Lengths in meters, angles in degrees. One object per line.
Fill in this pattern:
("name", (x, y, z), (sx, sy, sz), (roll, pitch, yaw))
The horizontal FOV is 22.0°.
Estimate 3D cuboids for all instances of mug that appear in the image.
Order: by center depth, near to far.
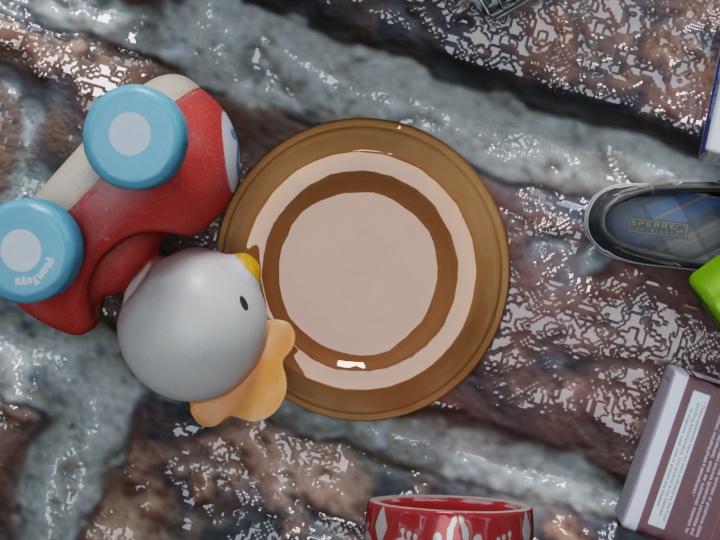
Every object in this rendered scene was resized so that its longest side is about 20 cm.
("mug", (0.032, 0.248, 1.180), (0.176, 0.133, 0.202), (3, 89, 2))

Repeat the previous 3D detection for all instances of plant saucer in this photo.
("plant saucer", (0.000, 0.000, 1.217), (0.198, 0.037, 0.202), (0, 92, 4))

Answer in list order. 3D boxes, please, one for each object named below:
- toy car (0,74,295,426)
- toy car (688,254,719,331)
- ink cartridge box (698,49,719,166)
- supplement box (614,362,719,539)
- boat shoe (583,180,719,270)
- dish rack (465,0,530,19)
("toy car", (-0.108, 0.002, 1.151), (0.200, 0.184, 0.177), (45, 94, 0))
("toy car", (0.326, 0.049, 1.113), (0.164, 0.158, 0.200), (-35, 116, 4))
("ink cartridge box", (0.331, -0.147, 1.174), (0.198, 0.041, 0.202), (11, 85, 3))
("supplement box", (0.276, 0.144, 1.190), (0.198, 0.061, 0.110), (20, 93, 4))
("boat shoe", (0.243, -0.029, 1.183), (0.198, 0.066, 0.071), (7, 93, 4))
("dish rack", (0.125, -0.262, 1.191), (0.199, 0.055, 0.154), (-30, 88, 6))
